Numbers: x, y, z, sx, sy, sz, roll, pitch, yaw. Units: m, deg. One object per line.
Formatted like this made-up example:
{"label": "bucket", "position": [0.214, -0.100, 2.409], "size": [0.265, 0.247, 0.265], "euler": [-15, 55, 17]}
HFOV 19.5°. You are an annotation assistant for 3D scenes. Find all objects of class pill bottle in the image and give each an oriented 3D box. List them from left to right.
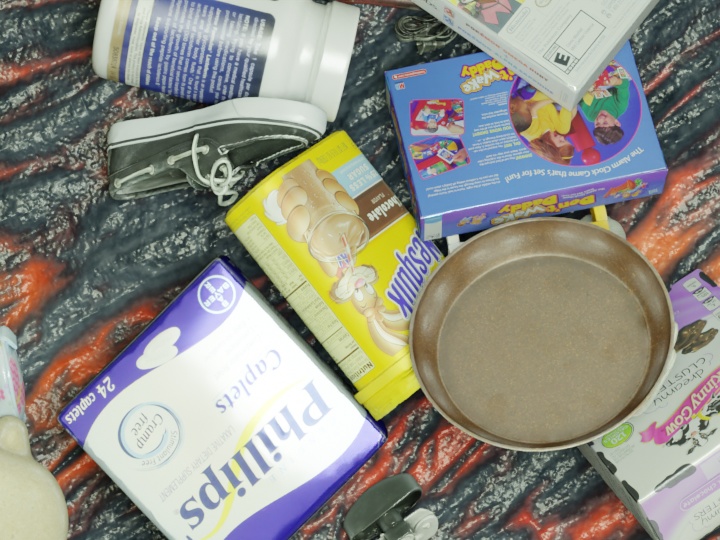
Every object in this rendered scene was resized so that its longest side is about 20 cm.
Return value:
{"label": "pill bottle", "position": [-0.106, -0.188, 1.672], "size": [0.199, 0.116, 0.116], "euler": [14, 89, -2]}

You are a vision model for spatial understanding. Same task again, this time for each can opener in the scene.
{"label": "can opener", "position": [-0.023, 0.247, 1.715], "size": [0.200, 0.053, 0.067], "euler": [-37, 57, -4]}

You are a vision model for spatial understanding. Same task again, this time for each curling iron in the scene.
{"label": "curling iron", "position": [-0.015, -0.223, 1.716], "size": [0.199, 0.026, 0.050], "euler": [17, 55, 2]}

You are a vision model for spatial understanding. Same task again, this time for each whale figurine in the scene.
{"label": "whale figurine", "position": [-0.322, 0.174, 1.630], "size": [0.200, 0.104, 0.159], "euler": [46, 67, -15]}

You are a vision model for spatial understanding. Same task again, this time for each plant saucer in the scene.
{"label": "plant saucer", "position": [0.137, 0.052, 1.577], "size": [0.199, 0.035, 0.201], "euler": [-6, 58, 9]}

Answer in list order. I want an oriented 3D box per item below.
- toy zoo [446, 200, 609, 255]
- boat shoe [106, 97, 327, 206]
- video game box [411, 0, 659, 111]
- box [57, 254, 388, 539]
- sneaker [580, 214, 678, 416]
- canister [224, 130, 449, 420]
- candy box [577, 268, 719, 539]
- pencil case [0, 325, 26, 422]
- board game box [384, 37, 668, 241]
{"label": "toy zoo", "position": [0.124, -0.081, 1.692], "size": [0.130, 0.020, 0.201], "euler": [-9, 67, -2]}
{"label": "boat shoe", "position": [-0.117, -0.090, 1.657], "size": [0.198, 0.074, 0.069], "euler": [-5, 73, 23]}
{"label": "video game box", "position": [0.153, -0.254, 1.676], "size": [0.182, 0.047, 0.200], "euler": [37, 72, 9]}
{"label": "box", "position": [-0.108, 0.121, 1.677], "size": [0.184, 0.105, 0.200], "euler": [-44, 92, -1]}
{"label": "sneaker", "position": [0.206, 0.038, 1.656], "size": [0.074, 0.115, 0.201], "euler": [51, 48, -39]}
{"label": "canister", "position": [0.000, 0.000, 1.664], "size": [0.200, 0.148, 0.086], "euler": [51, 127, 1]}
{"label": "candy box", "position": [0.255, 0.108, 1.644], "size": [0.167, 0.200, 0.072], "euler": [-34, 121, -3]}
{"label": "pencil case", "position": [-0.367, 0.100, 1.675], "size": [0.199, 0.083, 0.091], "euler": [-10, 101, -3]}
{"label": "board game box", "position": [0.129, -0.110, 1.668], "size": [0.199, 0.045, 0.135], "euler": [-11, 67, -4]}
